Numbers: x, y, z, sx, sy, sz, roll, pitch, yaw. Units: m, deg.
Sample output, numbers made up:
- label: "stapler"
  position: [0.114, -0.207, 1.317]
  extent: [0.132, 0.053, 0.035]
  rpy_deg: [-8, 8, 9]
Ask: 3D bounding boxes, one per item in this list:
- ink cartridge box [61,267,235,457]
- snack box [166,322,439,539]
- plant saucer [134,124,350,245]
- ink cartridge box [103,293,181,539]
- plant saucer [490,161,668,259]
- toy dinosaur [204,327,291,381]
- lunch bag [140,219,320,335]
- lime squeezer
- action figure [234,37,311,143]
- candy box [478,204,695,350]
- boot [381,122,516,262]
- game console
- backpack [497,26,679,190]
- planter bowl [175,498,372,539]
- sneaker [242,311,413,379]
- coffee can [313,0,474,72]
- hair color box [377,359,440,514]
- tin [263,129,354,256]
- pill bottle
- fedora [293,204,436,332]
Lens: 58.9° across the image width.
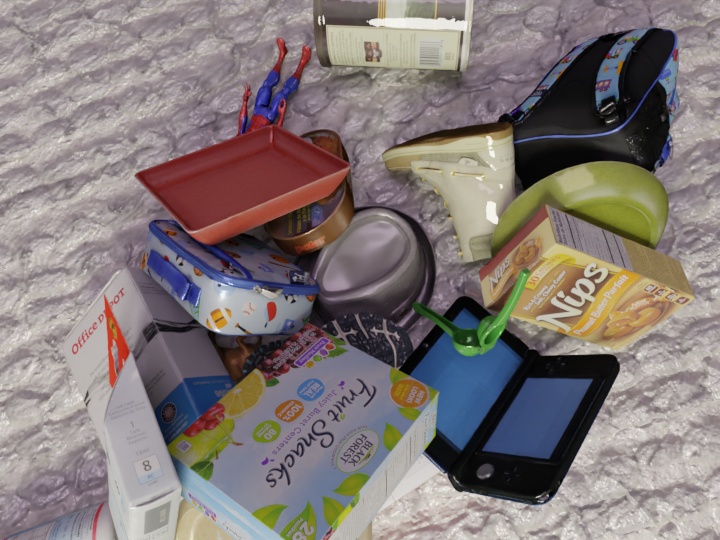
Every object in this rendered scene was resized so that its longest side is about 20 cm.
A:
- label: "ink cartridge box"
  position: [-0.239, 0.120, 0.725]
  extent: [0.144, 0.084, 0.202]
  rpy_deg: [-43, 66, 20]
- label: "snack box"
  position: [-0.046, 0.156, 0.581]
  extent: [0.166, 0.069, 0.199]
  rpy_deg: [24, 44, 29]
- label: "plant saucer"
  position: [-0.138, -0.101, 0.739]
  extent: [0.197, 0.037, 0.199]
  rpy_deg: [-26, 38, -24]
- label: "ink cartridge box"
  position: [-0.221, 0.150, 0.583]
  extent: [0.046, 0.162, 0.202]
  rpy_deg: [-16, 57, -30]
- label: "plant saucer"
  position: [0.243, -0.030, 0.700]
  extent: [0.195, 0.203, 0.032]
  rpy_deg: [-8, 47, 3]
- label: "toy dinosaur"
  position: [-0.174, 0.118, 0.768]
  extent: [0.197, 0.061, 0.108]
  rpy_deg: [-28, 75, -3]
- label: "lunch bag"
  position: [-0.147, 0.006, 0.705]
  extent: [0.198, 0.158, 0.077]
  rpy_deg: [28, 102, 41]
- label: "lime squeezer"
  position: [0.124, 0.051, 0.666]
  extent: [0.037, 0.199, 0.073]
  rpy_deg: [-4, 80, -27]
- label: "action figure"
  position: [-0.128, -0.220, 0.868]
  extent: [0.064, 0.052, 0.204]
  rpy_deg: [19, 79, 5]
- label: "candy box"
  position: [0.240, 0.015, 0.681]
  extent: [0.196, 0.116, 0.056]
  rpy_deg: [17, 47, -23]
- label: "boot"
  position: [0.113, -0.091, 0.784]
  extent: [0.071, 0.198, 0.158]
  rpy_deg: [-29, 111, -36]
- label: "game console"
  position: [0.146, 0.120, 0.669]
  extent: [0.200, 0.169, 0.120]
  rpy_deg: [-45, 110, -35]
- label: "backpack"
  position: [0.282, -0.184, 0.747]
  extent: [0.181, 0.135, 0.201]
  rpy_deg: [6, 51, 51]
- label: "planter bowl"
  position: [-0.105, 0.261, 0.636]
  extent: [0.196, 0.134, 0.206]
  rpy_deg: [3, 95, 34]
- label: "sneaker"
  position: [-0.034, 0.108, 0.745]
  extent: [0.195, 0.087, 0.079]
  rpy_deg: [-11, 62, 4]
- label: "coffee can"
  position: [0.047, -0.340, 0.832]
  extent: [0.194, 0.147, 0.150]
  rpy_deg: [4, 74, 6]
- label: "hair color box"
  position: [0.020, 0.205, 0.723]
  extent: [0.197, 0.064, 0.112]
  rpy_deg: [-31, 75, -5]
- label: "tin"
  position: [-0.064, -0.099, 0.783]
  extent: [0.109, 0.042, 0.203]
  rpy_deg: [-18, 43, 11]
- label: "pill bottle"
  position: [-0.340, 0.334, 0.697]
  extent: [0.196, 0.109, 0.111]
  rpy_deg: [-19, 73, 0]
- label: "fedora"
  position: [0.000, 0.000, 0.768]
  extent: [0.197, 0.090, 0.179]
  rpy_deg: [-31, 73, -4]
